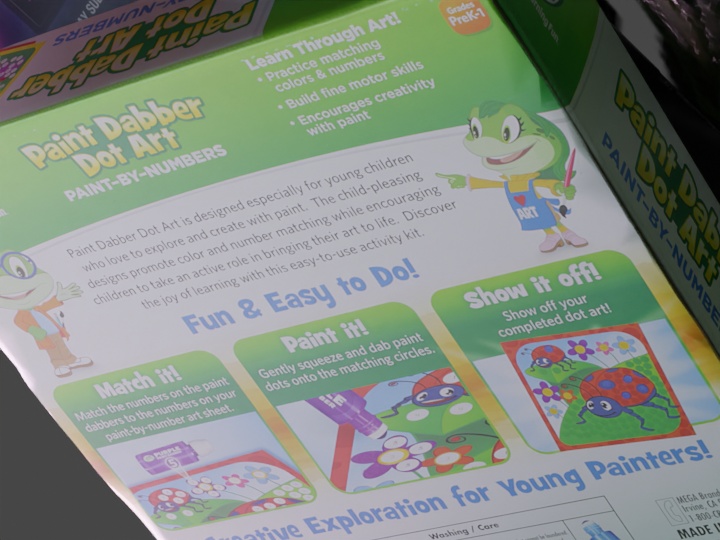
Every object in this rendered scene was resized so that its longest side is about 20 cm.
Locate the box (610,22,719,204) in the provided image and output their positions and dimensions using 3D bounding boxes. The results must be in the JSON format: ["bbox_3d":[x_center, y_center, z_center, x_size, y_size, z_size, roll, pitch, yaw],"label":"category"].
[{"bbox_3d":[0.038,-0.059,0.836,0.160,0.044,0.200,44,176,-12],"label":"box"}]

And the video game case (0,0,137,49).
[{"bbox_3d":[-0.108,-0.141,0.786,0.200,0.143,0.019,42,-157,12],"label":"video game case"}]

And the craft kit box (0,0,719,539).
[{"bbox_3d":[0.000,0.011,0.711,0.200,0.049,0.198,-14,128,33],"label":"craft kit box"}]
